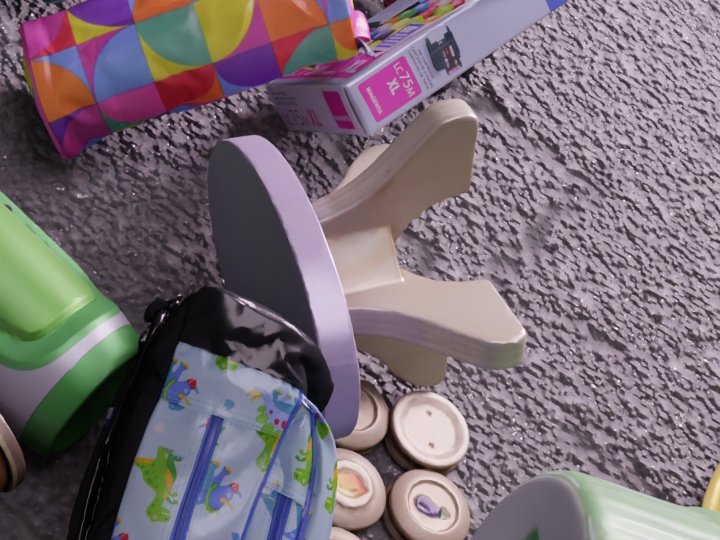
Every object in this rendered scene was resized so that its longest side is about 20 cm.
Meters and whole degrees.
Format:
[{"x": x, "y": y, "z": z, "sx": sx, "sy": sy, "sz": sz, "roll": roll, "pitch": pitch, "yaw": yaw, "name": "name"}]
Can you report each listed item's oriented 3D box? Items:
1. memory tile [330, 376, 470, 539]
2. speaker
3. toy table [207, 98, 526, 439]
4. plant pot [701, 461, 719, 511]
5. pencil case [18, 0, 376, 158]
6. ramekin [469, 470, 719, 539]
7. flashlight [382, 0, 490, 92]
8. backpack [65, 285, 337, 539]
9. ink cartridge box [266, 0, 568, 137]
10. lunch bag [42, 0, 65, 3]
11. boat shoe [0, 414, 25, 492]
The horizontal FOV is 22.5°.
[{"x": -0.011, "y": 0.138, "z": 0.968, "sx": 0.152, "sy": 0.017, "sz": 0.201, "roll": 18, "pitch": 49, "yaw": -16, "name": "memory tile"}, {"x": -0.204, "y": 0.000, "z": 0.922, "sx": 0.200, "sy": 0.089, "sz": 0.088, "roll": 43, "pitch": 48, "yaw": 7, "name": "speaker"}, {"x": 0.000, "y": 0.000, "z": 0.967, "sx": 0.116, "sy": 0.185, "sz": 0.201, "roll": -11, "pitch": 52, "yaw": -19, "name": "toy table"}, {"x": 0.328, "y": 0.155, "z": 1.031, "sx": 0.189, "sy": 0.200, "sz": 0.201, "roll": 47, "pitch": 47, "yaw": -8, "name": "plant pot"}, {"x": -0.093, "y": -0.130, "z": 1.032, "sx": 0.198, "sy": 0.089, "sz": 0.089, "roll": -17, "pitch": 61, "yaw": -2, "name": "pencil case"}, {"x": 0.103, "y": 0.194, "z": 0.859, "sx": 0.097, "sy": 0.200, "sz": 0.201, "roll": 23, "pitch": 48, "yaw": -16, "name": "ramekin"}, {"x": 0.003, "y": -0.207, "z": 1.206, "sx": 0.201, "sy": 0.068, "sz": 0.068, "roll": 53, "pitch": 24, "yaw": 10, "name": "flashlight"}, {"x": -0.078, "y": 0.133, "z": 0.836, "sx": 0.153, "sy": 0.163, "sz": 0.201, "roll": 31, "pitch": 68, "yaw": -4, "name": "backpack"}, {"x": 0.048, "y": -0.148, "z": 1.103, "sx": 0.199, "sy": 0.119, "sz": 0.042, "roll": -33, "pitch": 108, "yaw": -19, "name": "ink cartridge box"}, {"x": -0.173, "y": -0.252, "z": 1.084, "sx": 0.199, "sy": 0.123, "sz": 0.171, "roll": 22, "pitch": 46, "yaw": 13, "name": "lunch bag"}, {"x": -0.251, "y": 0.053, "z": 0.874, "sx": 0.200, "sy": 0.072, "sz": 0.068, "roll": 38, "pitch": 51, "yaw": 15, "name": "boat shoe"}]
